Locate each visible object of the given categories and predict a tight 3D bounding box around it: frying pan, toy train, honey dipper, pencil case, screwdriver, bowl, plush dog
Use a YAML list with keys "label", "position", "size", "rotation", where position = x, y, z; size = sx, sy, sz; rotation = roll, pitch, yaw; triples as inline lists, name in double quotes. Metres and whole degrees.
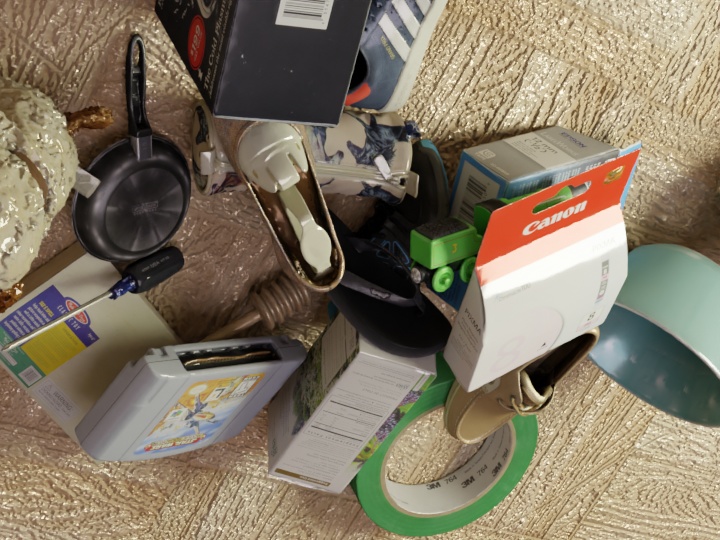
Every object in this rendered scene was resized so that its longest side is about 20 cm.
- label: "frying pan"
  position: [-0.171, -0.090, 1.292]
  size: [0.114, 0.031, 0.192]
  rotation: [10, 109, -45]
- label: "toy train"
  position: [0.122, -0.034, 1.320]
  size: [0.198, 0.042, 0.057]
  rotation: [-19, 122, -33]
- label: "honey dipper"
  position: [-0.135, 0.063, 1.392]
  size: [0.199, 0.038, 0.038]
  rotation: [-30, 130, -14]
- label: "pencil case"
  position: [-0.050, -0.098, 1.305]
  size: [0.197, 0.089, 0.079]
  rotation: [2, 106, -24]
- label: "screwdriver"
  position: [-0.218, 0.029, 1.295]
  size: [0.200, 0.028, 0.029]
  rotation: [-38, 111, -42]
- label: "bowl"
  position: [0.303, 0.050, 1.518]
  size: [0.105, 0.200, 0.201]
  rotation: [-52, 131, -16]
- label: "plush dog"
  position: [-0.269, -0.058, 1.158]
  size: [0.158, 0.173, 0.202]
  rotation: [-6, 129, 8]

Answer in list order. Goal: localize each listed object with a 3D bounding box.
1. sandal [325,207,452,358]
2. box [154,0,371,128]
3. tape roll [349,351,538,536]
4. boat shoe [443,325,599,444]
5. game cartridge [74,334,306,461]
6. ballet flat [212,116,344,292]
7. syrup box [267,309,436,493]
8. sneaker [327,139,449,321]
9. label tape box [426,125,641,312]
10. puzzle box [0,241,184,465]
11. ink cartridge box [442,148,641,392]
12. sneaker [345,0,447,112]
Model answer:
- label: "sandal"
  position: [-0.001, 0.000, 1.346]
  size: [0.200, 0.076, 0.043]
  rotation: [41, 134, -3]
- label: "box"
  position: [-0.067, -0.237, 1.142]
  size: [0.103, 0.183, 0.202]
  rotation: [2, 121, -24]
- label: "tape roll"
  position: [0.080, 0.176, 1.579]
  size: [0.198, 0.048, 0.202]
  rotation: [-12, 126, -16]
- label: "boat shoe"
  position: [0.149, 0.102, 1.476]
  size: [0.071, 0.065, 0.201]
  rotation: [16, 125, -33]
- label: "game cartridge"
  position: [-0.149, 0.114, 1.381]
  size: [0.199, 0.042, 0.134]
  rotation: [-4, 139, -51]
- label: "ballet flat"
  position: [-0.056, -0.066, 1.229]
  size: [0.068, 0.067, 0.201]
  rotation: [-29, 122, -5]
- label: "syrup box"
  position: [-0.012, 0.112, 1.429]
  size: [0.081, 0.079, 0.201]
  rotation: [17, 134, -19]
- label: "sneaker"
  position: [0.026, -0.023, 1.402]
  size: [0.081, 0.073, 0.202]
  rotation: [5, 117, -17]
- label: "label tape box"
  position: [0.162, -0.051, 1.438]
  size: [0.199, 0.066, 0.145]
  rotation: [-19, 133, -43]
- label: "puzzle box"
  position: [-0.234, 0.072, 1.381]
  size: [0.132, 0.025, 0.201]
  rotation: [-34, 129, 1]
- label: "ink cartridge box"
  position: [0.160, 0.003, 1.314]
  size: [0.161, 0.057, 0.201]
  rotation: [-24, 155, -26]
- label: "sneaker"
  position: [0.016, -0.218, 1.260]
  size: [0.084, 0.075, 0.202]
  rotation: [-1, 123, -28]
